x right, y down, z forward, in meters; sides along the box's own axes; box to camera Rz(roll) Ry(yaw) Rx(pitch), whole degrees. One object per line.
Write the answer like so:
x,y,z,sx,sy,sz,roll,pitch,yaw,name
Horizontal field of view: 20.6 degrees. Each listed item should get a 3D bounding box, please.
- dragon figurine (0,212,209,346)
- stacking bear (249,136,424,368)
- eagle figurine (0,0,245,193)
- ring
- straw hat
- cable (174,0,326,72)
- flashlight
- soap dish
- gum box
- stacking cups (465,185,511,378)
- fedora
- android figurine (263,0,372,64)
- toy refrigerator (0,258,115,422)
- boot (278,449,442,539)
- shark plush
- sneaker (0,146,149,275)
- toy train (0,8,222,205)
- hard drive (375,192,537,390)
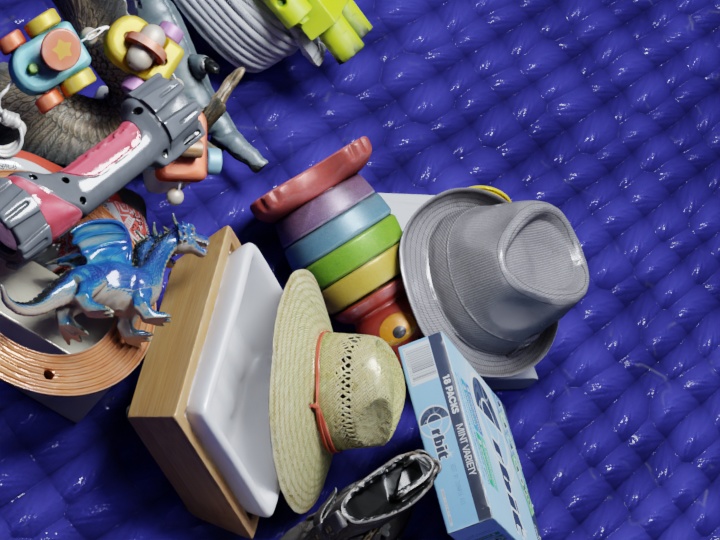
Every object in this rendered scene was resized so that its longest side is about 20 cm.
-0.203,0.000,1.524,0.199,0.059,0.100,3,58,-36,dragon figurine
0.000,0.000,1.779,0.121,0.114,0.201,-31,91,-8,stacking bear
-0.220,-0.151,1.711,0.199,0.150,0.153,33,55,-29,eagle figurine
-0.250,0.010,1.538,0.199,0.019,0.202,19,51,-25,ring
-0.009,0.099,1.634,0.084,0.202,0.202,-1,48,15,straw hat
-0.125,-0.283,1.872,0.200,0.069,0.201,36,27,-40,cable
-0.212,-0.083,1.538,0.068,0.068,0.200,29,55,27,flashlight
-0.112,0.091,1.606,0.201,0.081,0.158,-78,151,-41,soap dish
0.100,0.167,1.701,0.200,0.044,0.171,47,25,-61,gum box
0.108,0.014,1.843,0.060,0.060,0.201,24,48,-21,stacking cups
0.135,-0.001,1.774,0.199,0.090,0.178,-3,74,-48,fedora
-0.065,-0.286,1.849,0.200,0.041,0.182,50,21,-14,android figurine
-0.282,0.030,1.566,0.199,0.076,0.070,31,46,-14,toy refrigerator
0.014,0.193,1.602,0.199,0.174,0.069,-30,80,-45,boot
-0.159,-0.169,1.794,0.090,0.083,0.201,-15,70,-42,shark plush
-0.262,-0.030,1.630,0.200,0.067,0.109,15,50,-32,sneaker
-0.202,-0.139,1.616,0.198,0.056,0.152,7,83,-20,toy train
0.083,0.020,1.884,0.131,0.026,0.201,1,60,-37,hard drive
